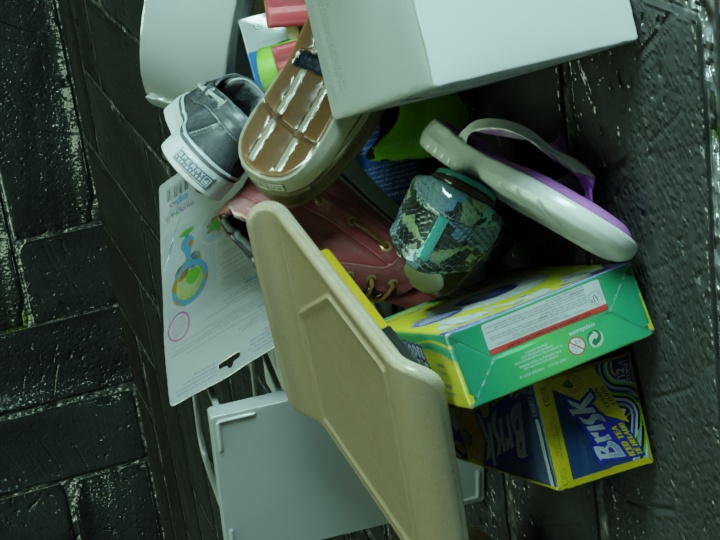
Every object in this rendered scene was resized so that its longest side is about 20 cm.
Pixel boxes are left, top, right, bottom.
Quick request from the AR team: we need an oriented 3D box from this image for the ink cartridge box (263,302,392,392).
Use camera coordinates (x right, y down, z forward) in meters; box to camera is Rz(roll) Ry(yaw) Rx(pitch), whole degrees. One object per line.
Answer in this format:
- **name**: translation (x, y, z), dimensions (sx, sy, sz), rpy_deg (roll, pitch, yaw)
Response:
- **ink cartridge box**: translation (-0.032, 0.044, 1.459), dimensions (0.145, 0.087, 0.200), rpy_deg (-126, 24, -54)

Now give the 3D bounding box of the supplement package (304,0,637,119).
- **supplement package**: translation (0.048, -0.157, 0.923), dimensions (0.200, 0.117, 0.118), rpy_deg (-179, 75, -75)

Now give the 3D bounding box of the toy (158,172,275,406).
- **toy**: translation (-0.090, -0.004, 1.229), dimensions (0.047, 0.115, 0.200), rpy_deg (28, -139, -44)

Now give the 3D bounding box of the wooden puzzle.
- **wooden puzzle**: translation (0.004, 0.071, 1.016), dimensions (0.200, 0.037, 0.185), rpy_deg (45, 155, 45)

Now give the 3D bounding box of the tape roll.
- **tape roll**: translation (-0.101, -0.214, 1.305), dimensions (0.202, 0.071, 0.203), rpy_deg (16, -90, -82)

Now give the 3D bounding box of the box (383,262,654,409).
- **box**: translation (0.077, 0.035, 0.991), dimensions (0.200, 0.117, 0.048), rpy_deg (169, 81, -75)

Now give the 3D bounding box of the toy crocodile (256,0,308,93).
- **toy crocodile**: translation (-0.043, -0.174, 1.142), dimensions (0.062, 0.067, 0.200), rpy_deg (-57, -43, -73)

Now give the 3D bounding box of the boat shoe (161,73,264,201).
- **boat shoe**: translation (-0.092, -0.102, 1.157), dimensions (0.072, 0.068, 0.200), rpy_deg (44, -173, -9)

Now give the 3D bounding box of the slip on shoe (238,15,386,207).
- **slip on shoe**: translation (-0.002, -0.126, 1.056), dimensions (0.076, 0.200, 0.061), rpy_deg (25, 166, 25)

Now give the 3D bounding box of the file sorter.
- **file sorter**: translation (-0.021, 0.104, 1.267), dimensions (0.125, 0.200, 0.139), rpy_deg (-117, 19, -52)

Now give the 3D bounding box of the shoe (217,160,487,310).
- **shoe**: translation (0.000, 0.000, 1.128), dimensions (0.200, 0.091, 0.071), rpy_deg (43, 153, -3)

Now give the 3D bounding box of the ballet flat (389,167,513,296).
- **ballet flat**: translation (0.050, -0.018, 1.015), dimensions (0.200, 0.074, 0.074), rpy_deg (26, -133, -79)

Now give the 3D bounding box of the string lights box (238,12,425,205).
- **string lights box**: translation (-0.012, -0.092, 1.213), dimensions (0.059, 0.103, 0.200), rpy_deg (22, -126, -89)

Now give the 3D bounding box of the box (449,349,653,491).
- **box**: translation (0.105, 0.085, 1.041), dimensions (0.200, 0.064, 0.070), rpy_deg (178, 78, -74)

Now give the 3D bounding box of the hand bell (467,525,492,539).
- **hand bell**: translation (0.058, 0.171, 1.139), dimensions (0.104, 0.104, 0.200), rpy_deg (-121, 11, -48)

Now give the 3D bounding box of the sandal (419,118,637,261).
- **sandal**: translation (0.093, -0.061, 0.964), dimensions (0.050, 0.082, 0.203), rpy_deg (-59, 33, 3)

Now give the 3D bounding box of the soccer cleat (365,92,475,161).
- **soccer cleat**: translation (0.013, -0.169, 1.109), dimensions (0.068, 0.081, 0.200), rpy_deg (144, 111, -74)
